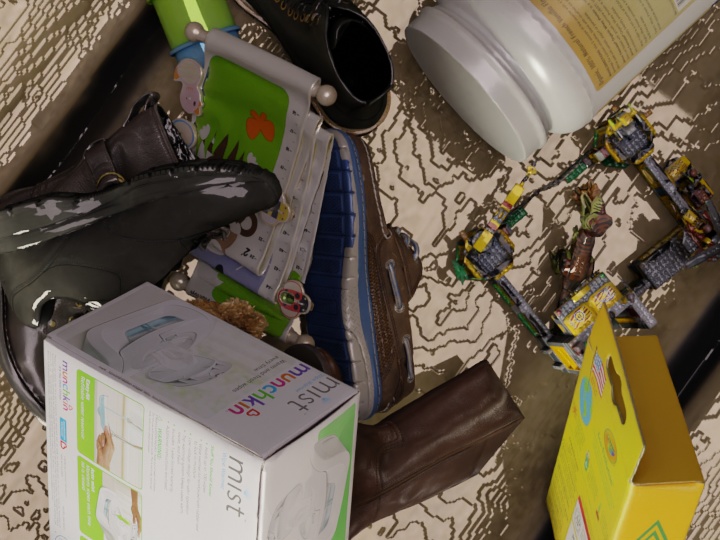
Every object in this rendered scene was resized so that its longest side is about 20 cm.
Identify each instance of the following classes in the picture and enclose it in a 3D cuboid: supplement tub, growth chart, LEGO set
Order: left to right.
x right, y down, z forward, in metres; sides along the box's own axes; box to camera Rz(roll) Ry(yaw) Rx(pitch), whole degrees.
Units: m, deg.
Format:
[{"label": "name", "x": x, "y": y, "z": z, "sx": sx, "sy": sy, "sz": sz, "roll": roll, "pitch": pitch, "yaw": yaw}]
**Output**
[{"label": "growth chart", "x": -0.078, "y": -0.057, "z": 1.160, "sx": 0.144, "sy": 0.018, "sz": 0.201, "roll": 19, "pitch": 112, "yaw": 29}, {"label": "supplement tub", "x": 0.142, "y": -0.185, "z": 1.174, "sx": 0.200, "sy": 0.144, "sz": 0.145, "roll": -42, "pitch": 93, "yaw": -6}, {"label": "LEGO set", "x": 0.169, "y": -0.019, "z": 1.187, "sx": 0.199, "sy": 0.116, "sz": 0.154, "roll": -31, "pitch": 92, "yaw": -6}]

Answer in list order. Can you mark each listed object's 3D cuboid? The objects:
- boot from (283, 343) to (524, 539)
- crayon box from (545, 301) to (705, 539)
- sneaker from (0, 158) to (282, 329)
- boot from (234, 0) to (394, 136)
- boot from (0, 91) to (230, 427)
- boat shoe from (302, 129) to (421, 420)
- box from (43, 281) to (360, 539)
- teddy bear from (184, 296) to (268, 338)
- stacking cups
[{"label": "boot", "x": 0.029, "y": 0.091, "z": 1.130, "sx": 0.199, "sy": 0.187, "sz": 0.064, "roll": -21, "pitch": 49, "yaw": -31}, {"label": "crayon box", "x": 0.171, "y": 0.134, "z": 1.118, "sx": 0.050, "sy": 0.201, "sz": 0.127, "roll": 0, "pitch": 45, "yaw": -8}, {"label": "sneaker", "x": -0.141, "y": -0.018, "z": 1.101, "sx": 0.199, "sy": 0.076, "sz": 0.091, "roll": -14, "pitch": 93, "yaw": 14}, {"label": "boot", "x": -0.035, "y": -0.189, "z": 1.159, "sx": 0.077, "sy": 0.138, "sz": 0.200, "roll": -37, "pitch": 91, "yaw": -5}, {"label": "boot", "x": -0.165, "y": 0.001, "z": 1.156, "sx": 0.173, "sy": 0.069, "sz": 0.201, "roll": -23, "pitch": 89, "yaw": 10}, {"label": "boat shoe", "x": 0.000, "y": 0.000, "z": 1.187, "sx": 0.072, "sy": 0.072, "sz": 0.202, "roll": -13, "pitch": 107, "yaw": -37}, {"label": "box", "x": -0.100, "y": 0.139, "z": 1.049, "sx": 0.176, "sy": 0.097, "sz": 0.201, "roll": 23, "pitch": 126, "yaw": 29}, {"label": "teddy bear", "x": -0.088, "y": 0.103, "z": 1.162, "sx": 0.144, "sy": 0.067, "sz": 0.200, "roll": -25, "pitch": 113, "yaw": 26}, {"label": "stacking cups", "x": -0.104, "y": -0.140, "z": 1.191, "sx": 0.060, "sy": 0.061, "sz": 0.201, "roll": -19, "pitch": 91, "yaw": -6}]
